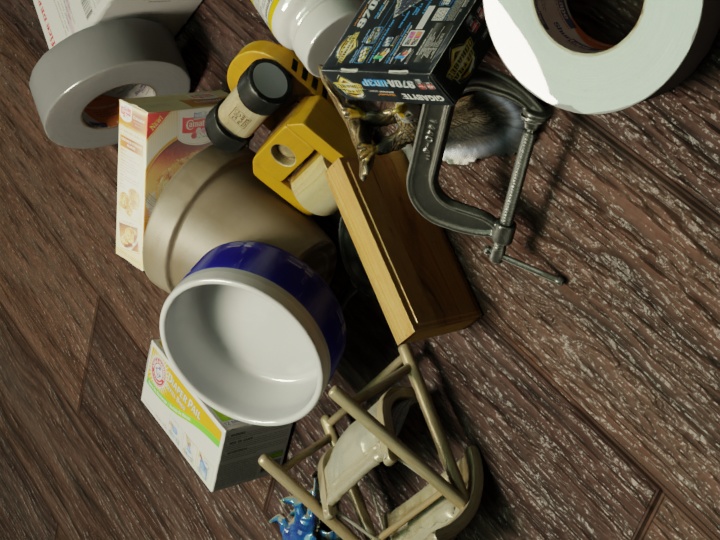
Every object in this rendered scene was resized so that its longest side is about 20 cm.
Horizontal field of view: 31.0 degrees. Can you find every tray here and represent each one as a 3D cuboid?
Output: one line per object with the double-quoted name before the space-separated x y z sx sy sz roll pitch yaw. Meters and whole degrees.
"tray" 0.045 -0.028 1.354 0.037 0.098 0.202 -40 67 47

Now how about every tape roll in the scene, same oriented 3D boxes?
"tape roll" 0.202 -0.236 1.082 0.198 0.066 0.203 12 111 32
"tape roll" -0.324 -0.240 1.686 0.200 0.198 0.067 -43 64 48

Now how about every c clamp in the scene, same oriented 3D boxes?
"c clamp" 0.127 -0.096 1.222 0.169 0.027 0.202 16 124 16

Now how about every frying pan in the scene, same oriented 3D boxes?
"frying pan" 0.010 0.006 1.463 0.115 0.031 0.192 36 129 42

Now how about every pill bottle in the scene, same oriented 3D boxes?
"pill bottle" -0.065 -0.313 1.414 0.201 0.113 0.115 57 137 26

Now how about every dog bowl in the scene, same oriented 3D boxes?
"dog bowl" -0.118 0.070 1.434 0.197 0.079 0.202 13 128 17

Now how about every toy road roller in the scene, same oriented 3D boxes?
"toy road roller" -0.063 -0.177 1.466 0.200 0.147 0.123 40 143 -10

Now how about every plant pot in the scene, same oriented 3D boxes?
"plant pot" -0.128 -0.026 1.527 0.173 0.199 0.202 31 124 25

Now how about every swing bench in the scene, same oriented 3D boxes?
"swing bench" 0.021 0.226 1.423 0.201 0.129 0.199 54 137 9

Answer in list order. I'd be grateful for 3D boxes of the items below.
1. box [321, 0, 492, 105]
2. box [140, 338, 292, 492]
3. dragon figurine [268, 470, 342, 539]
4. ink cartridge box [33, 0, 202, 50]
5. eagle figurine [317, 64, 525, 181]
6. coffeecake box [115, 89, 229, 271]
"box" 0.071 -0.248 1.209 0.158 0.046 0.201 11 65 49
"box" -0.191 0.177 1.701 0.200 0.111 0.102 44 131 39
"dragon figurine" -0.060 0.327 1.610 0.100 0.058 0.201 58 139 25
"ink cartridge box" -0.323 -0.370 1.708 0.200 0.145 0.148 -36 71 50
"eagle figurine" 0.073 -0.169 1.286 0.198 0.152 0.152 -26 120 19
"coffeecake box" -0.225 -0.117 1.637 0.073 0.152 0.203 27 119 45
